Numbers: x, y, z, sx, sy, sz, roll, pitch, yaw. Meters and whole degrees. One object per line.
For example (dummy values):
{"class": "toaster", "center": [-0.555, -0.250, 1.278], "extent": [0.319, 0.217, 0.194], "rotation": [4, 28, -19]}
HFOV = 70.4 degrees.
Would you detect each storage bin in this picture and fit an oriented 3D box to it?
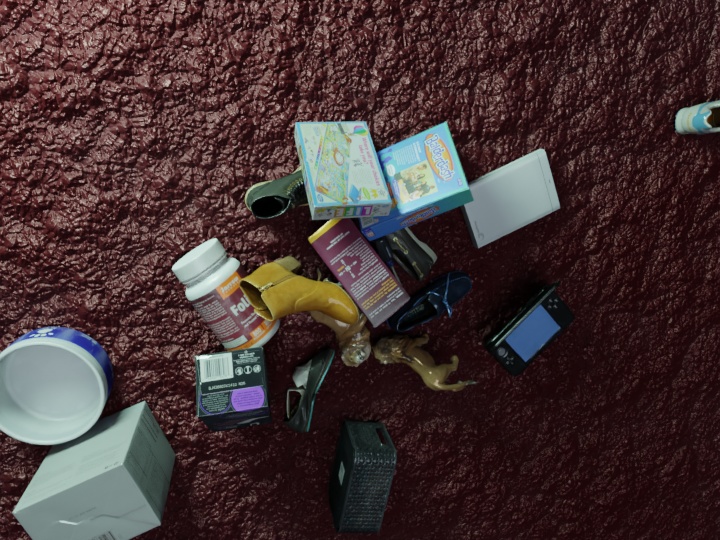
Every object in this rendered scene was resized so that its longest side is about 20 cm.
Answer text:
{"class": "storage bin", "center": [-0.001, 0.441, 1.097], "extent": [0.093, 0.135, 0.202], "rotation": [8, 104, -14]}

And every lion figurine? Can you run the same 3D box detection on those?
{"class": "lion figurine", "center": [0.127, 0.191, 1.040], "extent": [0.122, 0.199, 0.073], "rotation": [-7, 118, -47]}
{"class": "lion figurine", "center": [-0.045, 0.098, 1.033], "extent": [0.200, 0.073, 0.123], "rotation": [42, 107, -6]}

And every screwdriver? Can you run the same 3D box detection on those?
{"class": "screwdriver", "center": [0.064, 0.001, 1.002], "extent": [0.028, 0.029, 0.201], "rotation": [4, 141, 26]}

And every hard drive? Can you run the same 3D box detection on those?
{"class": "hard drive", "center": [0.307, -0.148, 1.056], "extent": [0.198, 0.027, 0.133], "rotation": [-25, 109, -4]}

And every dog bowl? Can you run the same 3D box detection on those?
{"class": "dog bowl", "center": [-0.565, 0.209, 0.934], "extent": [0.198, 0.079, 0.203], "rotation": [-4, 106, -12]}

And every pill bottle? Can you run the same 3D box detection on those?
{"class": "pill bottle", "center": [-0.247, 0.050, 0.941], "extent": [0.114, 0.114, 0.201], "rotation": [-32, 111, -2]}

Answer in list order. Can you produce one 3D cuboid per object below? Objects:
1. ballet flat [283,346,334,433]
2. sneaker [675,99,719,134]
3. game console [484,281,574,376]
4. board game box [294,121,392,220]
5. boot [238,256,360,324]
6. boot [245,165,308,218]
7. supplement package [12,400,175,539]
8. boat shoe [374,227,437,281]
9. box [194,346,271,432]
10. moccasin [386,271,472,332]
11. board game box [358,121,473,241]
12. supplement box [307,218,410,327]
{"class": "ballet flat", "center": [-0.113, 0.244, 1.056], "extent": [0.068, 0.068, 0.202], "rotation": [18, 101, -5]}
{"class": "sneaker", "center": [0.779, -0.329, 1.083], "extent": [0.198, 0.081, 0.077], "rotation": [-17, 107, -9]}
{"class": "game console", "center": [0.376, 0.133, 1.105], "extent": [0.200, 0.116, 0.176], "rotation": [-45, 110, 3]}
{"class": "board game box", "center": [-0.034, -0.179, 0.887], "extent": [0.133, 0.202, 0.034], "rotation": [-5, 147, -15]}
{"class": "boot", "center": [-0.111, 0.060, 0.921], "extent": [0.200, 0.144, 0.071], "rotation": [37, 127, 11]}
{"class": "boot", "center": [-0.106, -0.139, 0.907], "extent": [0.198, 0.138, 0.078], "rotation": [-25, 109, -6]}
{"class": "supplement package", "center": [-0.471, 0.386, 0.942], "extent": [0.189, 0.200, 0.148], "rotation": [-22, 110, -5]}
{"class": "boat shoe", "center": [0.066, -0.057, 0.998], "extent": [0.201, 0.072, 0.061], "rotation": [39, 73, -21]}
{"class": "box", "center": [-0.229, 0.224, 0.943], "extent": [0.121, 0.200, 0.107], "rotation": [-5, 66, -11]}
{"class": "moccasin", "center": [0.152, 0.076, 1.063], "extent": [0.199, 0.068, 0.081], "rotation": [-34, 110, -2]}
{"class": "board game box", "center": [0.084, -0.158, 0.911], "extent": [0.198, 0.154, 0.045], "rotation": [-20, 151, 16]}
{"class": "supplement box", "center": [0.000, 0.000, 0.948], "extent": [0.085, 0.110, 0.201], "rotation": [-38, 85, 1]}
